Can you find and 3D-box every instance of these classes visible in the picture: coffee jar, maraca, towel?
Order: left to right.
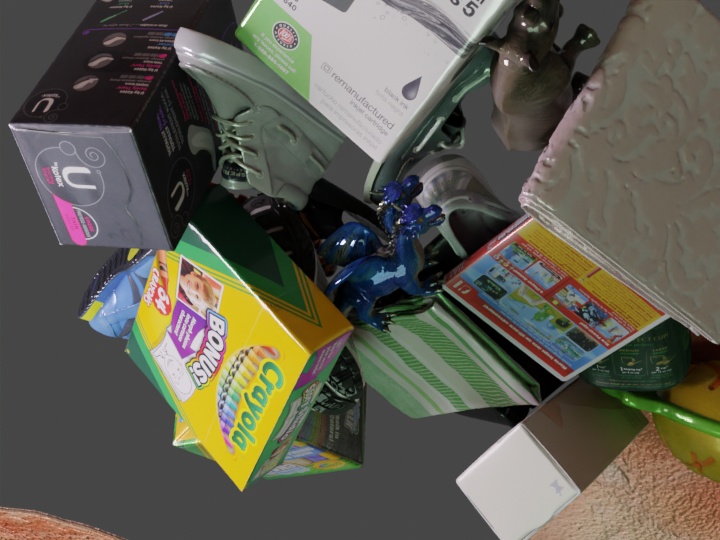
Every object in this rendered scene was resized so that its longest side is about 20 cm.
[{"bbox_3d":[0.057,0.084,1.123,0.152,0.024,0.199,41,150,-20],"label":"towel"},{"bbox_3d":[0.224,0.006,1.038,0.103,0.086,0.201,2,133,17],"label":"coffee jar"},{"bbox_3d":[0.229,-0.079,0.887,0.190,0.201,0.032,35,167,-18],"label":"towel"},{"bbox_3d":[0.312,0.130,1.110,0.198,0.137,0.108,17,93,14],"label":"maraca"}]

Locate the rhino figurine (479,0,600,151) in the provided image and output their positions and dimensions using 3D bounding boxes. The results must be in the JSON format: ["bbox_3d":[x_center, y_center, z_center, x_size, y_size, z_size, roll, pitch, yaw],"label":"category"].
[{"bbox_3d":[0.124,-0.144,0.873,0.060,0.088,0.200,36,174,18],"label":"rhino figurine"}]

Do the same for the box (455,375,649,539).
[{"bbox_3d":[0.177,0.163,1.114,0.078,0.200,0.095,50,118,11],"label":"box"}]

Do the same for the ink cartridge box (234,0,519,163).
[{"bbox_3d":[0.027,-0.201,0.863,0.145,0.084,0.200,41,126,1],"label":"ink cartridge box"}]

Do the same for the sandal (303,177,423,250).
[{"bbox_3d":[-0.030,-0.050,1.081,0.199,0.048,0.075,32,180,3],"label":"sandal"}]

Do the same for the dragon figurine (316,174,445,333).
[{"bbox_3d":[0.000,0.000,0.999,0.199,0.059,0.099,-33,132,27],"label":"dragon figurine"}]

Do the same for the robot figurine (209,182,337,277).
[{"bbox_3d":[-0.119,-0.022,1.162,0.198,0.058,0.146,16,138,6],"label":"robot figurine"}]

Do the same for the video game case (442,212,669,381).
[{"bbox_3d":[0.180,0.002,0.975,0.143,0.018,0.200,37,132,-16],"label":"video game case"}]

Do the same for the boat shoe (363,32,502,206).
[{"bbox_3d":[0.058,-0.117,0.991,0.061,0.073,0.201,27,132,-1],"label":"boat shoe"}]

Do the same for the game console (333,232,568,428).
[{"bbox_3d":[0.099,0.046,1.178,0.200,0.117,0.176,42,163,-21],"label":"game console"}]

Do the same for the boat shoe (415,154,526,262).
[{"bbox_3d":[0.118,-0.019,1.042,0.074,0.065,0.202,-35,131,14],"label":"boat shoe"}]

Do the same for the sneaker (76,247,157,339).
[{"bbox_3d":[-0.188,0.006,1.134,0.078,0.066,0.200,30,139,-19],"label":"sneaker"}]

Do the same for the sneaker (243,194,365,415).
[{"bbox_3d":[-0.056,0.029,1.094,0.073,0.079,0.202,-21,97,5],"label":"sneaker"}]

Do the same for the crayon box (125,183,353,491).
[{"bbox_3d":[-0.109,0.059,1.040,0.173,0.058,0.201,47,138,20],"label":"crayon box"}]

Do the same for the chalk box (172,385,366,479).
[{"bbox_3d":[-0.074,0.132,1.231,0.123,0.126,0.200,-13,152,30],"label":"chalk box"}]

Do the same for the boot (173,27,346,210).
[{"bbox_3d":[-0.085,-0.108,0.959,0.073,0.096,0.199,24,179,38],"label":"boot"}]

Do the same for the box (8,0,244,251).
[{"bbox_3d":[-0.172,-0.127,0.973,0.105,0.201,0.123,3,134,17],"label":"box"}]
